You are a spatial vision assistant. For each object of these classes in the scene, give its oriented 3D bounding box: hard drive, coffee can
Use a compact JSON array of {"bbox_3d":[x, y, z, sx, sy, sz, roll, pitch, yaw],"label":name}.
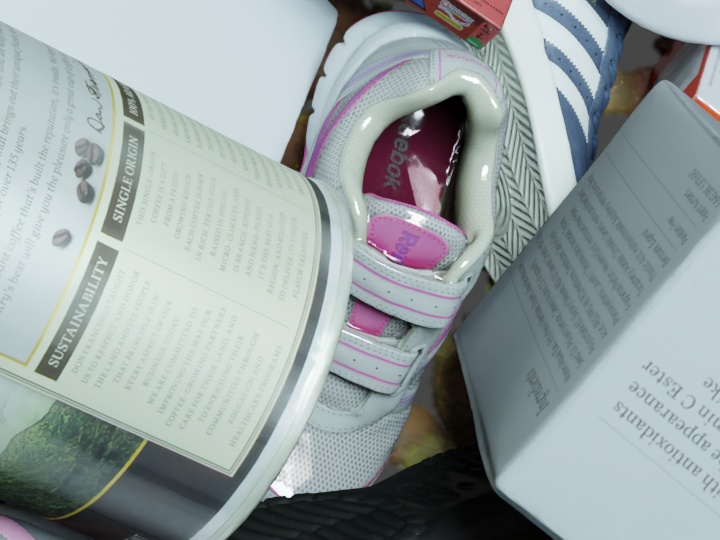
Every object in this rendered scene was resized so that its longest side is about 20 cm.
[{"bbox_3d":[-0.096,-0.109,0.940,0.200,0.027,0.132,44,51,-31],"label":"hard drive"},{"bbox_3d":[-0.123,-0.005,0.845,0.199,0.146,0.147,26,67,-24],"label":"coffee can"}]

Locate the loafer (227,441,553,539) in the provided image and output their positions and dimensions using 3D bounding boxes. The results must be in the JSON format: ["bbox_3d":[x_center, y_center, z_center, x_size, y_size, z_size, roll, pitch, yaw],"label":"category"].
[{"bbox_3d":[0.009,0.117,0.920,0.199,0.073,0.072,-12,108,-38],"label":"loafer"}]

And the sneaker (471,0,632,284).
[{"bbox_3d":[0.080,-0.079,1.026,0.084,0.075,0.201,-7,81,-28],"label":"sneaker"}]

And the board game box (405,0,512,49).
[{"bbox_3d":[-0.018,-0.175,0.959,0.199,0.019,0.103,32,51,-13],"label":"board game box"}]

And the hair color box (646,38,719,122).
[{"bbox_3d":[0.205,-0.019,1.031,0.200,0.064,0.111,34,35,-5],"label":"hair color box"}]

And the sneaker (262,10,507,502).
[{"bbox_3d":[0.000,0.000,0.951,0.081,0.088,0.201,15,91,-14],"label":"sneaker"}]

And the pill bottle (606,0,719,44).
[{"bbox_3d":[0.159,-0.185,1.034,0.111,0.111,0.200,37,41,-5],"label":"pill bottle"}]

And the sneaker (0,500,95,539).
[{"bbox_3d":[-0.148,0.105,0.873,0.199,0.070,0.082,18,48,-45],"label":"sneaker"}]

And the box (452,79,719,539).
[{"bbox_3d":[0.150,0.058,0.889,0.199,0.200,0.131,39,99,-10],"label":"box"}]
